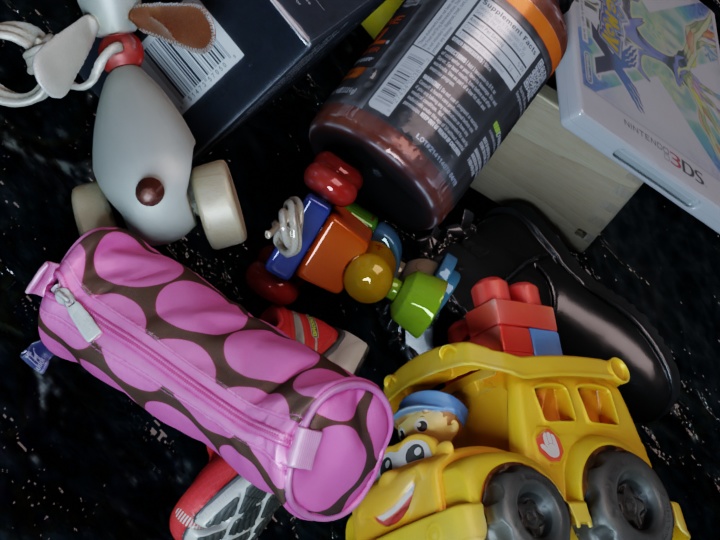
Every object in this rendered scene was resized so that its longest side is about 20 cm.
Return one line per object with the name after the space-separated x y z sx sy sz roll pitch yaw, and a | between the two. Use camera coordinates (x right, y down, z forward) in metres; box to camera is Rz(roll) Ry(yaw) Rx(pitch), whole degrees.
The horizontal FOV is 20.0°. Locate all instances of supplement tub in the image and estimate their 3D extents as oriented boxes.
0.062 -0.131 1.307 0.107 0.107 0.201 41 71 -12 | supplement tub

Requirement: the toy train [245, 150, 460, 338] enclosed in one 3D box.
0.000 0.000 1.189 0.115 0.085 0.200 31 8 -2 | toy train

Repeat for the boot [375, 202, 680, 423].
0.110 0.045 1.355 0.199 0.073 0.162 49 34 8 | boot

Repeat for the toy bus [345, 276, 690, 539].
0.076 0.099 1.196 0.199 0.135 0.194 4 67 -43 | toy bus

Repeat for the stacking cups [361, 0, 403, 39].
-0.022 -0.239 1.473 0.200 0.060 0.060 48 36 2 | stacking cups

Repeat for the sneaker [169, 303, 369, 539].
-0.068 0.088 1.148 0.084 0.077 0.200 29 36 5 | sneaker

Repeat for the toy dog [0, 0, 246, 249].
-0.133 -0.095 1.149 0.201 0.131 0.096 55 -6 6 | toy dog

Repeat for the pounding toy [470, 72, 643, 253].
0.140 -0.123 1.501 0.183 0.142 0.201 30 41 -10 | pounding toy

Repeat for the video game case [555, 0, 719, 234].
0.196 -0.143 1.414 0.182 0.022 0.201 29 45 -36 | video game case

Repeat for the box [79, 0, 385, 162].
-0.064 -0.172 1.290 0.107 0.148 0.200 49 36 -2 | box

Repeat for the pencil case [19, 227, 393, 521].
-0.081 0.053 1.063 0.199 0.091 0.094 28 -5 28 | pencil case
